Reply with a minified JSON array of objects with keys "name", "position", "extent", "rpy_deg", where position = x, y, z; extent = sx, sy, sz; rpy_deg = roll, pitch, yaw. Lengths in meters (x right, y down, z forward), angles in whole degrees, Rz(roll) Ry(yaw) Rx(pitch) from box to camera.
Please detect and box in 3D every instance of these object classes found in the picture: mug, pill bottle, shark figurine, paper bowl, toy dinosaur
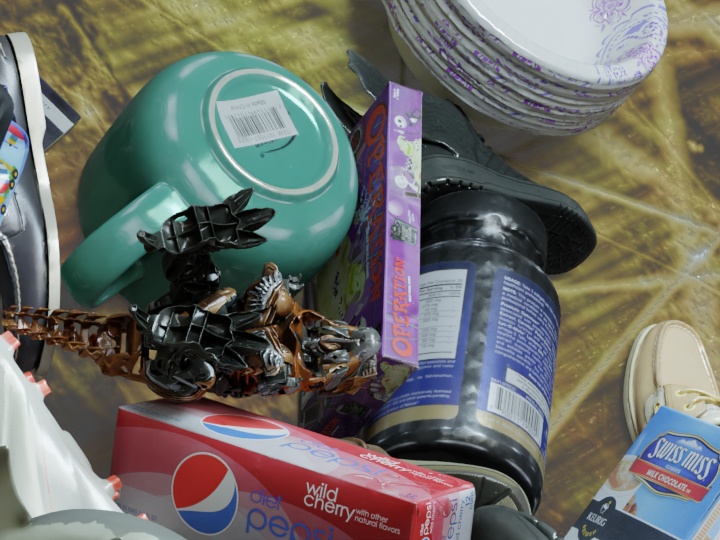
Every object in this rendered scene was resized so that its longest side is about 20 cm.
[{"name":"mug","position":[-0.080,-0.042,1.586],"extent":[0.152,0.114,0.186],"rpy_deg":[27,48,-17]},{"name":"pill bottle","position":[0.063,0.054,1.623],"extent":[0.111,0.112,0.201],"rpy_deg":[25,49,-18]},{"name":"shark figurine","position":[-0.118,0.150,1.372],"extent":[0.213,0.129,0.089],"rpy_deg":[6,11,17]},{"name":"paper bowl","position":[0.098,-0.176,1.801],"extent":[0.200,0.104,0.201],"rpy_deg":[22,45,-23]},{"name":"toy dinosaur","position":[-0.088,0.039,1.468],"extent":[0.199,0.136,0.103],"rpy_deg":[-15,66,-16]}]

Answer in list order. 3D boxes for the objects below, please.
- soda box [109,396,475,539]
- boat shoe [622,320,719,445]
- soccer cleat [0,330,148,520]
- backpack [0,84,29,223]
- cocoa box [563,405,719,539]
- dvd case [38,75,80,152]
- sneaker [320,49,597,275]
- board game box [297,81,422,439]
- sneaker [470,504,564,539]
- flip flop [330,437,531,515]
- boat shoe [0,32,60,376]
[{"name":"soda box","position":[-0.039,0.123,1.450],"extent":[0.199,0.064,0.070],"rpy_deg":[15,12,31]},{"name":"boat shoe","position":[0.217,0.113,1.719],"extent":[0.073,0.069,0.201],"rpy_deg":[16,53,-26]},{"name":"soccer cleat","position":[-0.193,0.098,1.449],"extent":[0.077,0.069,0.200],"rpy_deg":[-35,76,-18]},{"name":"backpack","position":[-0.301,-0.055,1.417],"extent":[0.199,0.135,0.183],"rpy_deg":[10,69,20]},{"name":"cocoa box","position":[0.236,0.195,1.582],"extent":[0.200,0.133,0.131],"rpy_deg":[39,84,-19]},{"name":"dvd case","position":[-0.272,-0.088,1.553],"extent":[0.149,0.016,0.200],"rpy_deg":[44,46,-2]},{"name":"sneaker","position":[0.067,-0.068,1.740],"extent":[0.199,0.060,0.104],"rpy_deg":[19,34,-40]},{"name":"board game box","position":[0.000,0.000,1.611],"extent":[0.032,0.120,0.201],"rpy_deg":[19,51,-23]},{"name":"sneaker","position":[0.085,0.216,1.418],"extent":[0.090,0.076,0.201],"rpy_deg":[-5,59,-26]},{"name":"flip flop","position":[-0.001,0.127,1.526],"extent":[0.199,0.082,0.058],"rpy_deg":[6,14,8]},{"name":"boat shoe","position":[-0.209,-0.037,1.521],"extent":[0.062,0.073,0.201],"rpy_deg":[-3,77,-18]}]
